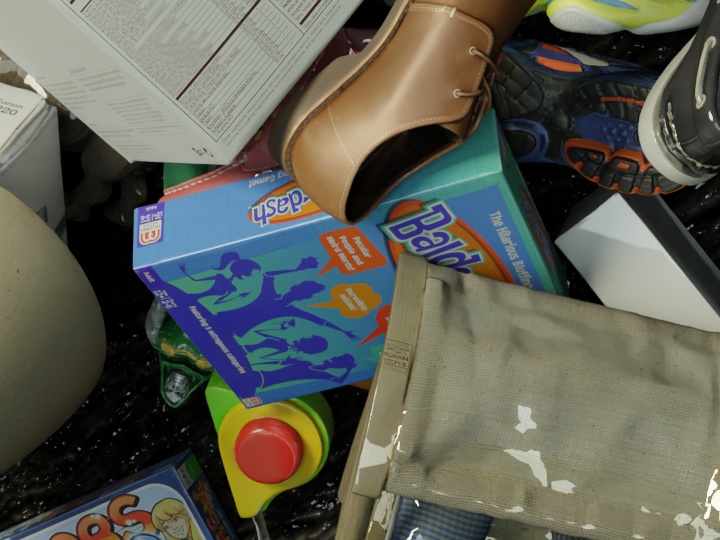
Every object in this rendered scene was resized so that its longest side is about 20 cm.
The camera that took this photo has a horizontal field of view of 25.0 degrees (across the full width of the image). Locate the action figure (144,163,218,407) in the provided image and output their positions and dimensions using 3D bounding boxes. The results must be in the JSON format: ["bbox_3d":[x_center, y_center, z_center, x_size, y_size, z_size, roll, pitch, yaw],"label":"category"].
[{"bbox_3d":[-0.086,-0.004,0.986,0.118,0.055,0.201,20,113,4],"label":"action figure"}]

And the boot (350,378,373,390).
[{"bbox_3d":[0.064,0.106,0.971,0.200,0.071,0.145,1,111,18],"label":"boot"}]

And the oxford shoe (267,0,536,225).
[{"bbox_3d":[0.047,-0.101,0.771,0.200,0.071,0.071,-48,54,13],"label":"oxford shoe"}]

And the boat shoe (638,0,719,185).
[{"bbox_3d":[0.207,-0.133,0.820,0.074,0.060,0.200,39,68,-11],"label":"boat shoe"}]

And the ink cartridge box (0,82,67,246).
[{"bbox_3d":[-0.254,-0.018,0.963,0.145,0.085,0.201,15,131,12],"label":"ink cartridge box"}]

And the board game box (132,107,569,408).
[{"bbox_3d":[0.000,0.000,0.872,0.199,0.045,0.152,-15,142,14],"label":"board game box"}]

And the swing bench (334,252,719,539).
[{"bbox_3d":[0.091,0.118,0.839,0.198,0.130,0.201,13,132,-1],"label":"swing bench"}]

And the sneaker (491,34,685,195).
[{"bbox_3d":[0.107,-0.092,0.906,0.199,0.078,0.076,23,115,25],"label":"sneaker"}]

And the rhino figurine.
[{"bbox_3d":[-0.205,-0.111,0.978,0.200,0.060,0.088,34,116,0],"label":"rhino figurine"}]

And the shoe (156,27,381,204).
[{"bbox_3d":[-0.030,-0.077,0.895,0.199,0.071,0.091,-13,90,17],"label":"shoe"}]

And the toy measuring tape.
[{"bbox_3d":[-0.042,0.132,1.007,0.073,0.074,0.201,-8,113,15],"label":"toy measuring tape"}]

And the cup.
[{"bbox_3d":[-0.258,0.055,0.869,0.199,0.143,0.201,13,133,15],"label":"cup"}]

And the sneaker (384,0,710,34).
[{"bbox_3d":[0.105,-0.185,0.877,0.199,0.076,0.106,6,105,13],"label":"sneaker"}]

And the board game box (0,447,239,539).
[{"bbox_3d":[-0.168,0.216,1.072,0.199,0.034,0.136,-25,98,18],"label":"board game box"}]

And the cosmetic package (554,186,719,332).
[{"bbox_3d":[0.192,0.038,0.913,0.051,0.083,0.200,-38,93,19],"label":"cosmetic package"}]

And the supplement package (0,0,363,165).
[{"bbox_3d":[-0.122,-0.172,0.827,0.200,0.191,0.147,42,78,-20],"label":"supplement package"}]
